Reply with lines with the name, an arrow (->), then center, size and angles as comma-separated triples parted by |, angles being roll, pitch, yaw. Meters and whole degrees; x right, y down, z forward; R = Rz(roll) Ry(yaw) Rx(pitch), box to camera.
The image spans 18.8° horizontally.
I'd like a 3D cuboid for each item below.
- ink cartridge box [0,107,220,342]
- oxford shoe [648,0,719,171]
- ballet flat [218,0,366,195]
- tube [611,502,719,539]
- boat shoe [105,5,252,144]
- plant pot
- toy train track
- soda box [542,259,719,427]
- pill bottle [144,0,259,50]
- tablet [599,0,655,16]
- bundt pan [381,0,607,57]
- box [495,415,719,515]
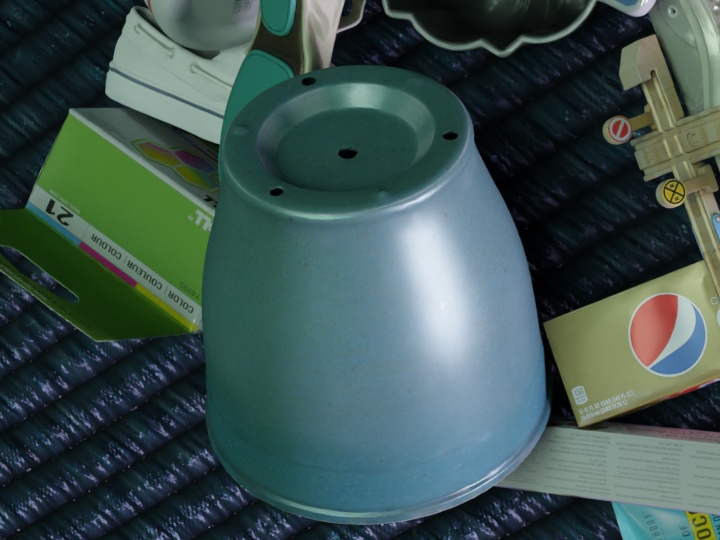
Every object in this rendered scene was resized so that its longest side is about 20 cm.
ink cartridge box -> -0.136, -0.030, 1.293 | 0.147, 0.200, 0.076 | 35, 108, 21
oxford shoe -> 0.190, -0.108, 1.133 | 0.058, 0.075, 0.201 | -24, 87, 61
ballet flat -> -0.031, -0.127, 1.239 | 0.069, 0.069, 0.201 | 25, 118, 24
tube -> 0.232, 0.133, 1.198 | 0.199, 0.050, 0.078 | -23, 73, 33
boat shoe -> -0.072, -0.112, 1.327 | 0.199, 0.073, 0.066 | 20, 106, 25
plant pot -> 0.000, 0.000, 1.183 | 0.199, 0.200, 0.189 | 15, 134, 26
toy train track -> 0.169, -0.021, 1.123 | 0.032, 0.115, 0.201 | -20, 89, -17
soda box -> 0.206, 0.023, 1.189 | 0.199, 0.068, 0.064 | -24, 81, 27
pill bottle -> -0.111, -0.237, 1.308 | 0.109, 0.108, 0.201 | -45, 57, 23
tablet -> 0.105, -0.226, 1.143 | 0.200, 0.014, 0.131 | 35, 108, 41
bundt pan -> 0.090, -0.221, 1.232 | 0.201, 0.076, 0.204 | 1, 93, 28
box -> 0.145, 0.107, 1.219 | 0.199, 0.039, 0.042 | 2, 95, 41
